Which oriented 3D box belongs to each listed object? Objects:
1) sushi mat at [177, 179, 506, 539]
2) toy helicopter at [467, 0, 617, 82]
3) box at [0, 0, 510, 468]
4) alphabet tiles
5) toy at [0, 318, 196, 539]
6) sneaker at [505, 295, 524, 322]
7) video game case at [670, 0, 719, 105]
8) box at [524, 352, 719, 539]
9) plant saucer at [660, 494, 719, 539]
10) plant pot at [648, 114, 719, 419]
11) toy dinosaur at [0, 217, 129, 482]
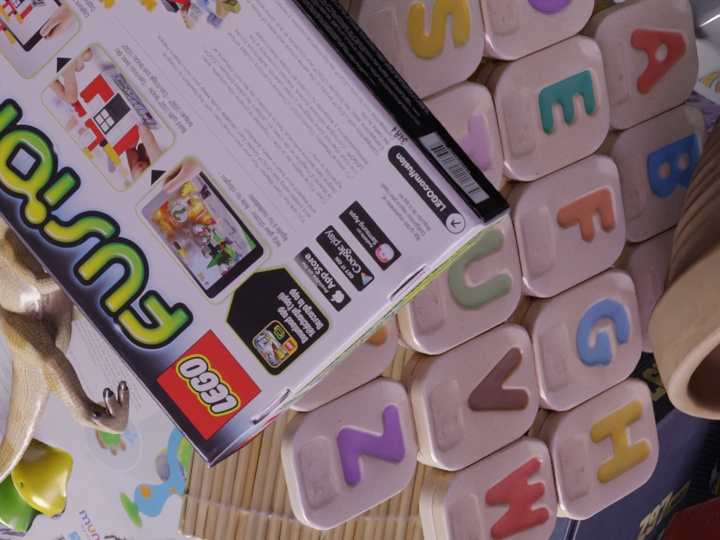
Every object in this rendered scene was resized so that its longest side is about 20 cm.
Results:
[{"bbox_3d":[0.000,0.000,0.835,0.095,0.201,0.012,9,-175,-14],"label":"sushi mat"},{"bbox_3d":[0.006,-0.060,0.780,0.199,0.133,0.079,0,179,-31],"label":"toy helicopter"},{"bbox_3d":[-0.064,-0.057,0.694,0.110,0.200,0.035,-41,175,19],"label":"box"},{"bbox_3d":[0.047,-0.006,0.781,0.195,0.201,0.015,-24,-156,-35],"label":"alphabet tiles"},{"bbox_3d":[-0.066,0.045,0.929,0.200,0.115,0.047,-30,179,34],"label":"toy"},{"bbox_3d":[0.016,0.045,0.935,0.108,0.070,0.201,26,126,22],"label":"sneaker"},{"bbox_3d":[0.227,-0.079,0.850,0.200,0.023,0.182,24,143,-39],"label":"video game case"},{"bbox_3d":[0.095,0.098,0.953,0.051,0.200,0.158,25,121,23],"label":"box"},{"bbox_3d":[0.218,0.085,0.966,0.199,0.037,0.200,-23,168,20],"label":"plant saucer"},{"bbox_3d":[0.180,-0.031,0.793,0.200,0.093,0.201,-15,162,-5],"label":"plant pot"},{"bbox_3d":[-0.114,0.015,0.894,0.101,0.058,0.201,25,137,30],"label":"toy dinosaur"}]
